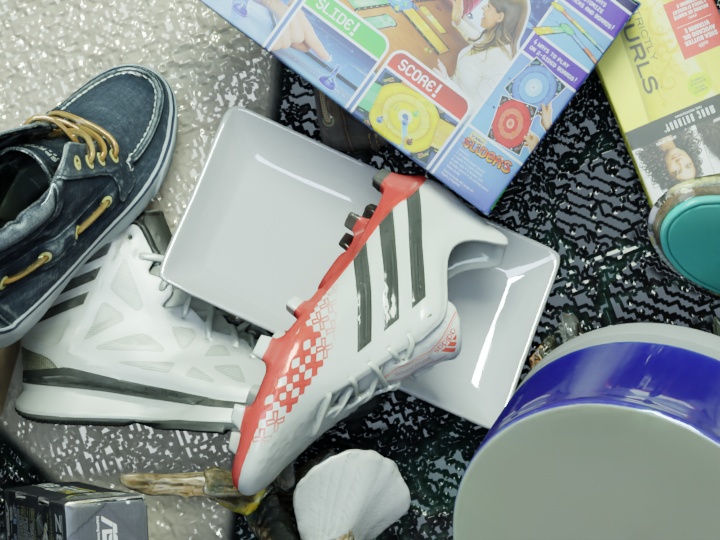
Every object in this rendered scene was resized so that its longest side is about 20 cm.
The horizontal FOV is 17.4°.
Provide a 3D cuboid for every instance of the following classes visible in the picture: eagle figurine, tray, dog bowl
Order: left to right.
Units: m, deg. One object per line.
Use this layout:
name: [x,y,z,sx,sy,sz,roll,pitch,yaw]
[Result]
eagle figurine: [-0.031,0.197,1.219,0.151,0.151,0.201,-14,65,10]
tray: [0.000,0.000,1.252,0.199,0.022,0.108,24,72,-7]
dog bowl: [0.149,0.132,1.184,0.199,0.079,0.201,14,124,21]

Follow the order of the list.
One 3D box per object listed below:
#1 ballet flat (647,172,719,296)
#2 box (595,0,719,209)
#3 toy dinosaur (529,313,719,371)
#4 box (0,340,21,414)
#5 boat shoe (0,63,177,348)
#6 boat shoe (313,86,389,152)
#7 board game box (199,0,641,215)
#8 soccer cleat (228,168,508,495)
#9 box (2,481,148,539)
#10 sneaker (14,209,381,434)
ballet flat: [0.216,-0.015,1.205,0.199,0.072,0.073,21,91,-31]
box: [0.155,-0.128,1.252,0.075,0.050,0.201,-21,87,4]
toy dinosaur: [0.187,0.084,1.239,0.199,0.102,0.136,30,114,-10]
box: [-0.246,0.097,1.263,0.077,0.095,0.201,17,92,5]
boat shoe: [-0.151,-0.054,1.212,0.070,0.091,0.201,24,54,10]
boat shoe: [-0.023,-0.157,1.257,0.073,0.074,0.201,-19,86,4]
board game box: [0.024,-0.142,1.206,0.200,0.034,0.136,37,93,-5]
soccer cleat: [0.004,0.037,1.189,0.085,0.069,0.201,28,61,9]
box: [-0.145,0.213,1.218,0.049,0.161,0.202,-3,88,-17]
sneaker: [-0.087,0.026,1.258,0.199,0.076,0.116,2,91,7]
